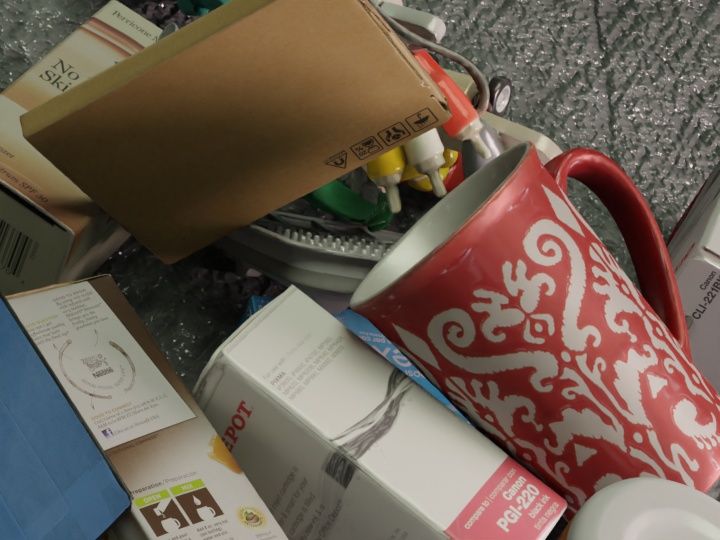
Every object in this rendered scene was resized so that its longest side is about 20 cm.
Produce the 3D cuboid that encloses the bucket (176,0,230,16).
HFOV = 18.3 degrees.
[{"bbox_3d":[-0.078,-0.267,1.526,0.206,0.209,0.134,-11,29,-37],"label":"bucket"}]

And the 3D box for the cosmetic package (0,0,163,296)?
[{"bbox_3d":[-0.176,-0.071,1.386,0.103,0.088,0.200,32,41,5],"label":"cosmetic package"}]

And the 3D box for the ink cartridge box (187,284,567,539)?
[{"bbox_3d":[-0.007,0.129,1.237,0.199,0.146,0.085,37,43,7],"label":"ink cartridge box"}]

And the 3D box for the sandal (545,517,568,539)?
[{"bbox_3d":[0.078,0.130,1.342,0.198,0.075,0.045,16,43,-12],"label":"sandal"}]

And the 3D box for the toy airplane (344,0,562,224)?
[{"bbox_3d":[0.018,-0.100,1.468,0.198,0.200,0.142,27,82,-19],"label":"toy airplane"}]

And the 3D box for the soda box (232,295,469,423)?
[{"bbox_3d":[0.017,0.073,1.371,0.198,0.064,0.068,8,45,-23],"label":"soda box"}]

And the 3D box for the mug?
[{"bbox_3d":[0.123,0.033,1.234,0.177,0.133,0.200,-42,97,-8],"label":"mug"}]

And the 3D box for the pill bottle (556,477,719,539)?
[{"bbox_3d":[0.107,0.197,1.036,0.111,0.201,0.113,16,43,-16],"label":"pill bottle"}]

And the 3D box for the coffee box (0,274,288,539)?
[{"bbox_3d":[-0.133,0.116,1.203,0.079,0.115,0.201,-14,58,-39],"label":"coffee box"}]

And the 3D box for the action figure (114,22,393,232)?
[{"bbox_3d":[-0.046,-0.080,1.375,0.200,0.055,0.118,38,-11,-38],"label":"action figure"}]

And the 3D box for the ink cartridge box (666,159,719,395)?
[{"bbox_3d":[0.254,-0.001,1.520,0.083,0.145,0.200,31,41,2],"label":"ink cartridge box"}]

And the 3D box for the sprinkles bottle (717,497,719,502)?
[{"bbox_3d":[0.215,0.198,1.356,0.068,0.068,0.200,38,41,10],"label":"sprinkles bottle"}]

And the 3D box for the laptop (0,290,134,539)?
[{"bbox_3d":[-0.256,0.108,1.136,0.199,0.116,0.188,-15,57,-38],"label":"laptop"}]

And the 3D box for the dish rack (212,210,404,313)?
[{"bbox_3d":[0.000,0.000,1.387,0.170,0.044,0.200,10,5,-23],"label":"dish rack"}]

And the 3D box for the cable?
[{"bbox_3d":[0.013,-0.141,1.354,0.097,0.050,0.201,-30,100,-8],"label":"cable"}]

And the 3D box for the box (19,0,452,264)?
[{"bbox_3d":[-0.067,-0.087,1.266,0.163,0.199,0.021,45,23,-52],"label":"box"}]
